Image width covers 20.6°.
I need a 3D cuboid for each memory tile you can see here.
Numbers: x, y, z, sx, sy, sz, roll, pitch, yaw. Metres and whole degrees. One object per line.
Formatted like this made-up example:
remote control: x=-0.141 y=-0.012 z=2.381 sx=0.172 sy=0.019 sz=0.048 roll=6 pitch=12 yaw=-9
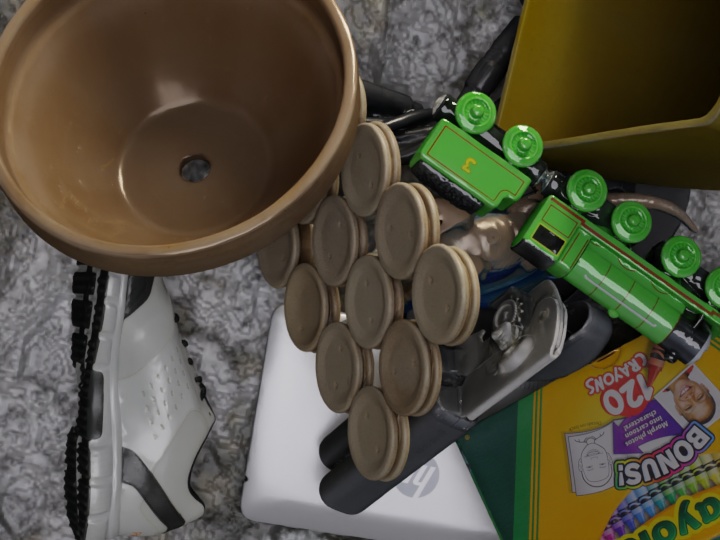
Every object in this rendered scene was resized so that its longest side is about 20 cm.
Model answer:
memory tile: x=0.000 y=0.000 z=1.058 sx=0.017 sy=0.201 sz=0.154 roll=0 pitch=132 yaw=-29

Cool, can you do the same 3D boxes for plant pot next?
plant pot: x=0.213 y=-0.136 z=1.063 sx=0.176 sy=0.200 sz=0.201 roll=19 pitch=79 yaw=-28
plant pot: x=-0.097 y=-0.075 z=1.063 sx=0.199 sy=0.093 sz=0.202 roll=-2 pitch=63 yaw=4

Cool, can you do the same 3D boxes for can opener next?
can opener: x=0.057 y=0.076 z=1.091 sx=0.067 sy=0.054 sz=0.200 roll=24 pitch=133 yaw=-28

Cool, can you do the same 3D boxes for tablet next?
tablet: x=0.036 y=0.099 z=1.168 sx=0.199 sy=0.014 sz=0.131 roll=9 pitch=94 yaw=-4

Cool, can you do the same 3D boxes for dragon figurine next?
dragon figurine: x=0.078 y=-0.014 z=1.098 sx=0.199 sy=0.099 sz=0.059 roll=-17 pitch=82 yaw=-10

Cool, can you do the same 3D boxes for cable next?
cable: x=0.023 y=-0.141 z=1.137 sx=0.199 sy=0.051 sz=0.164 roll=-15 pitch=100 yaw=-5

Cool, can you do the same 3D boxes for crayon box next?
crayon box: x=0.167 y=0.101 z=1.097 sx=0.199 sy=0.058 sz=0.119 roll=-30 pitch=71 yaw=14

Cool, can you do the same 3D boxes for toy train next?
toy train: x=0.113 y=-0.020 z=1.032 sx=0.199 sy=0.042 sz=0.057 roll=35 pitch=75 yaw=-3

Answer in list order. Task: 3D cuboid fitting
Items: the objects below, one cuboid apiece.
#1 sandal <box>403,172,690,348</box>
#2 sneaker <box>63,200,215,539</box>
sandal: x=0.115 y=-0.009 z=1.144 sx=0.200 sy=0.043 sz=0.076 roll=-40 pitch=92 yaw=-5
sneaker: x=-0.124 y=0.057 z=1.135 sx=0.079 sy=0.074 sz=0.202 roll=1 pitch=98 yaw=-20
